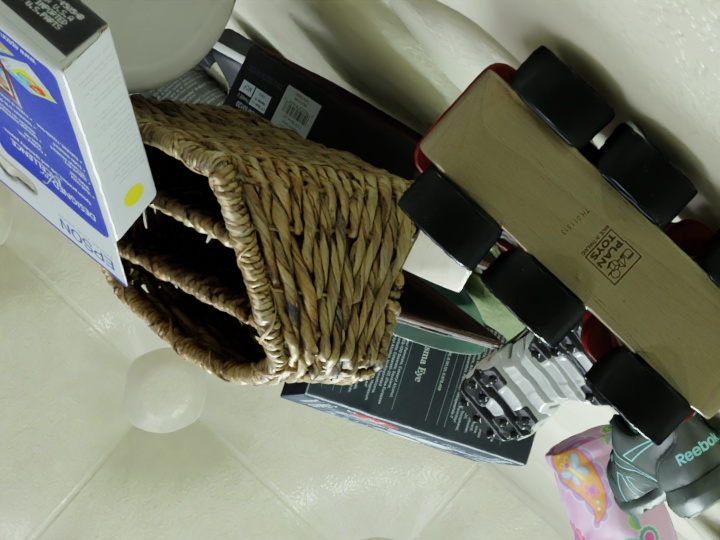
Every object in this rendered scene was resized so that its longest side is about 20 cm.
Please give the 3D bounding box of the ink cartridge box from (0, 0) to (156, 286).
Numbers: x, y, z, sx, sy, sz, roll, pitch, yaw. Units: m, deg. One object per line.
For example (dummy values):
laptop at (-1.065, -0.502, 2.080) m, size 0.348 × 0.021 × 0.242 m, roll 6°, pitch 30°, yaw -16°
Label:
ink cartridge box at (-0.192, -0.110, 1.095) m, size 0.197 × 0.047 × 0.201 m, roll 39°, pitch 160°, yaw 24°

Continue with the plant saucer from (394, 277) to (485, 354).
plant saucer at (0.000, 0.000, 1.390) m, size 0.199 × 0.028 × 0.200 m, roll 23°, pitch -169°, yaw -5°

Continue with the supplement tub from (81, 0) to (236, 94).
supplement tub at (-0.166, -0.189, 1.198) m, size 0.140 × 0.141 × 0.200 m, roll 45°, pitch 173°, yaw -32°

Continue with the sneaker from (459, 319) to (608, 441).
sneaker at (0.139, 0.042, 1.246) m, size 0.067 × 0.090 × 0.200 m, roll 50°, pitch 148°, yaw -5°

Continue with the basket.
basket at (-0.087, -0.013, 1.160) m, size 0.148 × 0.144 × 0.199 m, roll 5°, pitch -167°, yaw -40°

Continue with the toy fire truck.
toy fire truck at (0.094, -0.008, 0.972) m, size 0.176 × 0.129 × 0.200 m, roll 42°, pitch -174°, yaw -5°

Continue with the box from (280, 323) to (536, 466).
box at (0.043, 0.080, 1.630) m, size 0.181 × 0.105 × 0.200 m, roll 17°, pitch 174°, yaw -6°

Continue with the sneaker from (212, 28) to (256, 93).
sneaker at (-0.061, -0.087, 1.506) m, size 0.072 × 0.083 × 0.200 m, roll 34°, pitch 164°, yaw 52°

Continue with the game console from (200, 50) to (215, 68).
game console at (-0.236, -0.215, 1.609) m, size 0.200 × 0.117 × 0.176 m, roll 39°, pitch 174°, yaw 29°

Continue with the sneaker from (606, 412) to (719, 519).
sneaker at (0.209, 0.121, 1.418) m, size 0.080 × 0.075 × 0.200 m, roll 55°, pitch 168°, yaw -1°

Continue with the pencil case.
pencil case at (0.215, 0.220, 1.621) m, size 0.087 × 0.087 × 0.202 m, roll 128°, pitch 121°, yaw -84°

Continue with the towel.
towel at (0.128, 0.036, 1.422) m, size 0.148 × 0.037 × 0.200 m, roll 41°, pitch 174°, yaw 2°

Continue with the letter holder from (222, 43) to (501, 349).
letter holder at (0.012, -0.044, 1.283) m, size 0.142 × 0.101 × 0.200 m, roll 20°, pitch -169°, yaw -41°

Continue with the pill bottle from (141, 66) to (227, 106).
pill bottle at (-0.185, -0.142, 1.823) m, size 0.200 × 0.116 × 0.116 m, roll 41°, pitch 175°, yaw 11°
